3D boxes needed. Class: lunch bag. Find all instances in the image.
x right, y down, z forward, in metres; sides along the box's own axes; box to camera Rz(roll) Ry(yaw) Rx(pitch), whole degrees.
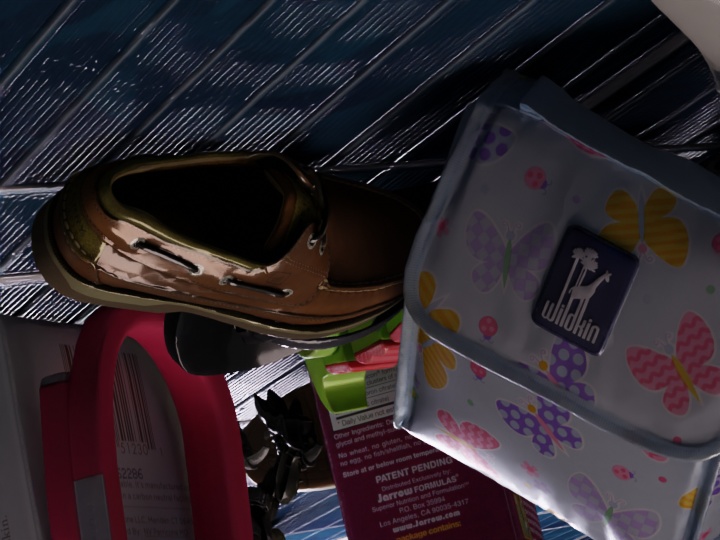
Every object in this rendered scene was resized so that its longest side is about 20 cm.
[{"bbox_3d":[0.109,0.022,0.984,0.127,0.169,0.200,-47,158,-35],"label":"lunch bag"}]

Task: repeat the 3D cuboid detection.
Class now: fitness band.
[{"bbox_3d":[-0.107,0.113,1.148,0.037,0.201,0.143,-14,164,25],"label":"fitness band"}]

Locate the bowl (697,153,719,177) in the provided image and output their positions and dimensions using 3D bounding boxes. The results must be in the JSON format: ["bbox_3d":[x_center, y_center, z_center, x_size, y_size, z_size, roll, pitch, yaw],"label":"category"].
[{"bbox_3d":[0.237,-0.004,1.183,0.094,0.201,0.201,-56,-170,-31],"label":"bowl"}]

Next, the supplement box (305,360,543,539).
[{"bbox_3d":[0.044,0.126,1.340,0.103,0.201,0.131,-16,166,9],"label":"supplement box"}]

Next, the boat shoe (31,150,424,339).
[{"bbox_3d":[-0.041,-0.014,0.982,0.199,0.072,0.068,-2,158,-36],"label":"boat shoe"}]

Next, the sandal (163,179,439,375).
[{"bbox_3d":[0.000,-0.001,1.076,0.199,0.043,0.076,-20,123,-10],"label":"sandal"}]

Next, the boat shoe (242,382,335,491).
[{"bbox_3d":[0.018,0.101,1.483,0.199,0.072,0.065,-18,165,10],"label":"boat shoe"}]

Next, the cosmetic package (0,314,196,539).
[{"bbox_3d":[-0.205,0.136,1.212,0.199,0.167,0.167,-20,165,27],"label":"cosmetic package"}]

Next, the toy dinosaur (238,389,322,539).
[{"bbox_3d":[-0.082,0.153,1.437,0.199,0.136,0.102,24,-162,20],"label":"toy dinosaur"}]

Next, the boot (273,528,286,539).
[{"bbox_3d":[-0.176,0.291,2.038,0.199,0.066,0.175,-7,164,-23],"label":"boot"}]

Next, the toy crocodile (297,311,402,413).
[{"bbox_3d":[0.017,0.023,1.206,0.067,0.062,0.200,-6,163,-29],"label":"toy crocodile"}]

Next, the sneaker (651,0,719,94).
[{"bbox_3d":[0.173,-0.065,0.884,0.200,0.071,0.073,31,168,-39],"label":"sneaker"}]
